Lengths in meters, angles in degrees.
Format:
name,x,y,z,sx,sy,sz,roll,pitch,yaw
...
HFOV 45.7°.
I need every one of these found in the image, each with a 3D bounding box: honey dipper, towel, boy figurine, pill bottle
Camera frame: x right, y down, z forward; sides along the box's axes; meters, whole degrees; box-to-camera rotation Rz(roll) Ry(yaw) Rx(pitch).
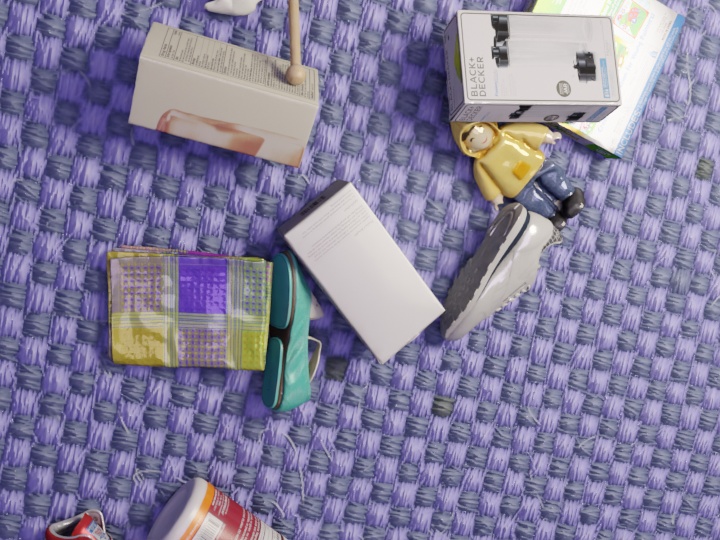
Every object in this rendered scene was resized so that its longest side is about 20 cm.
name,x,y,z,sx,sy,sz,roll,pitch,yaw
honey dipper,-0.077,-0.301,0.969,0.037,0.038,0.203,2,68,-12
towel,-0.208,0.049,1.028,0.197,0.023,0.146,5,96,-2
boy figurine,0.196,-0.137,1.074,0.199,0.065,0.124,40,112,-18
pill bottle,-0.156,0.355,1.049,0.200,0.113,0.113,40,88,-14

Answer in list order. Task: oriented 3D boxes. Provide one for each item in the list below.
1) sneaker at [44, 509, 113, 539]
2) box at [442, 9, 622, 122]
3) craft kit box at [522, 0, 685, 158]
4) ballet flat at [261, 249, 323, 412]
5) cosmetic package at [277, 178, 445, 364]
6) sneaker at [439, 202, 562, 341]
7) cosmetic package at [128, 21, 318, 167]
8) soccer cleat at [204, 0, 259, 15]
name,x,y,z,sx,sy,sz,roll,pitch,yaw
sneaker,-0.294,0.359,1.041,0.197,0.071,0.114,10,99,-11
box,0.203,-0.240,1.015,0.197,0.060,0.118,0,81,-11
craft kit box,0.289,-0.276,1.094,0.196,0.048,0.202,25,92,-17
ballet flat,-0.081,0.074,1.059,0.070,0.067,0.203,-1,99,-36
cosmetic package,0.000,0.000,1.048,0.107,0.085,0.201,-37,104,-4
sneaker,0.174,0.016,1.081,0.080,0.077,0.201,27,109,-21
cosmetic package,-0.152,-0.198,0.969,0.197,0.104,0.088,15,125,-12
soccer cleat,-0.154,-0.396,0.973,0.076,0.069,0.203,-6,102,-8
